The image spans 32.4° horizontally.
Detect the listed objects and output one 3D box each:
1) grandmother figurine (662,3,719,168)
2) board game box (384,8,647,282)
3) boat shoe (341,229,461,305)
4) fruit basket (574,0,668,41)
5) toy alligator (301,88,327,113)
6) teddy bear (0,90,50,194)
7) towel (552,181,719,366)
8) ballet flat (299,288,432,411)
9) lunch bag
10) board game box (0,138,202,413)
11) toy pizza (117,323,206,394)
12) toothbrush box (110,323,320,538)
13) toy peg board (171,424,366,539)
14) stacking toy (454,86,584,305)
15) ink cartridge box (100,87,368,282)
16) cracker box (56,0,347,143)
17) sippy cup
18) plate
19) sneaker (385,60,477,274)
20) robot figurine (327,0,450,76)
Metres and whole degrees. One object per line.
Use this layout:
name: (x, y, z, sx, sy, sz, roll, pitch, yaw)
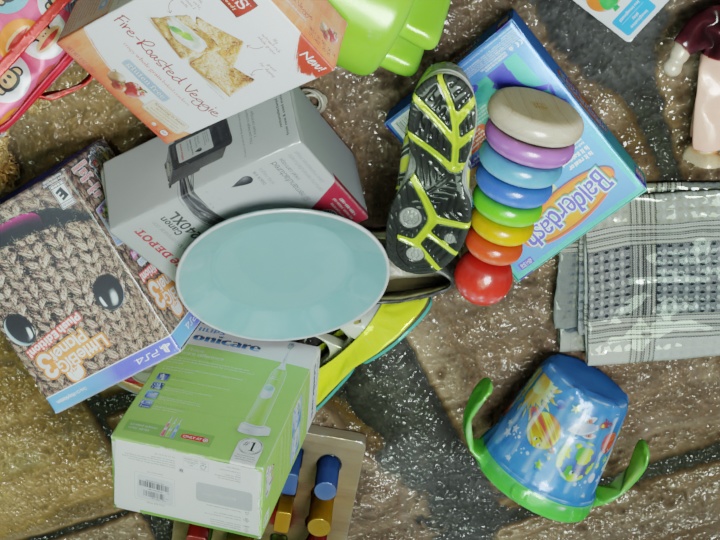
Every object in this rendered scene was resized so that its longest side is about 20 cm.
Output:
grandmother figurine: (0.320, -0.192, 1.087, 0.120, 0.061, 0.202, -13, 120, -21)
board game box: (0.142, -0.111, 1.136, 0.152, 0.045, 0.200, -36, 104, 22)
boat shoe: (0.000, 0.000, 1.210, 0.197, 0.065, 0.074, -9, 121, 10)
fruit basket: (0.212, -0.303, 1.005, 0.199, 0.094, 0.185, 33, 117, -19)
toy alligator: (-0.130, -0.156, 1.134, 0.197, 0.054, 0.060, 6, 121, 0)
teddy bear: (-0.366, -0.153, 1.143, 0.144, 0.067, 0.201, 23, 119, -12)
towel: (0.288, 0.005, 1.213, 0.197, 0.035, 0.195, -1, 120, 5)
ballet flat: (-0.016, 0.072, 1.255, 0.067, 0.067, 0.200, 40, 117, -16)
lunch bag: (-0.301, -0.217, 1.055, 0.176, 0.082, 0.200, 43, 85, -22)
board game box: (-0.269, 0.006, 1.189, 0.158, 0.097, 0.201, -26, 104, 21)
toy pizza: (-0.204, 0.057, 1.276, 0.197, 0.032, 0.202, 2, 120, 3)
toothbrush box: (-0.132, 0.144, 1.177, 0.144, 0.201, 0.087, 10, 122, 8)
toy peg board: (-0.107, 0.270, 1.357, 0.197, 0.098, 0.201, 10, 121, -3)
stacking toy: (0.130, -0.055, 1.097, 0.084, 0.086, 0.202, 12, 120, -4)
ink cartridge box: (-0.115, -0.072, 1.133, 0.198, 0.084, 0.145, -24, 146, 16)
cracker box: (-0.128, -0.190, 0.997, 0.199, 0.058, 0.134, -18, 134, 36)
sippy cup: (0.203, 0.162, 1.263, 0.177, 0.140, 0.131, 6, 117, -46)
plate: (-0.071, 0.000, 1.144, 0.197, 0.026, 0.201, -4, 144, -3)
sneaker: (0.069, -0.088, 1.092, 0.074, 0.077, 0.202, 13, 122, 2)
robot figurine: (-0.025, -0.241, 1.041, 0.198, 0.117, 0.175, 25, 151, -12)
